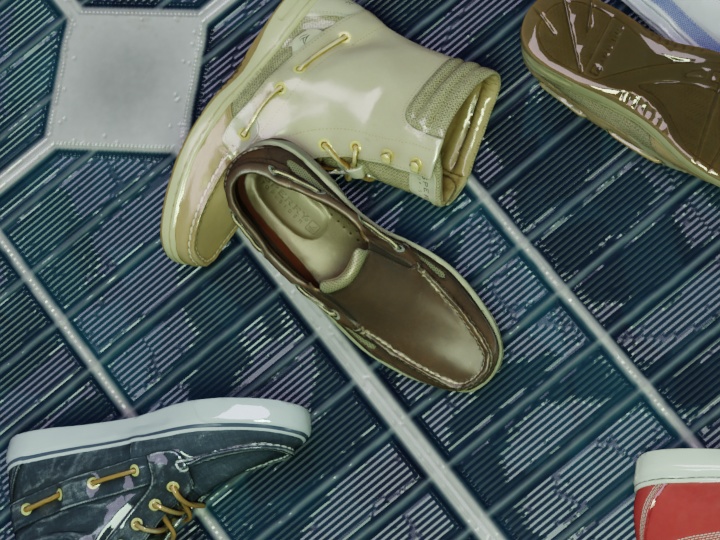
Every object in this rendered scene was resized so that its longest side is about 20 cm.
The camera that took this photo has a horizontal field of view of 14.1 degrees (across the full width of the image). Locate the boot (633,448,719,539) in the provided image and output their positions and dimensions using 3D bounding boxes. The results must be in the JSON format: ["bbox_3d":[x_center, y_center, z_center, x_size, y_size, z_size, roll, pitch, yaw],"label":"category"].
[{"bbox_3d":[0.249,0.171,1.632,0.199,0.072,0.145,-6,69,23],"label":"boot"}]

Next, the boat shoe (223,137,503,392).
[{"bbox_3d":[-0.004,0.005,1.733,0.202,0.075,0.075,38,104,3],"label":"boat shoe"}]

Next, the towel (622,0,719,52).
[{"bbox_3d":[0.258,-0.207,1.795,0.200,0.024,0.147,-42,65,-2],"label":"towel"}]

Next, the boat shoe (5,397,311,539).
[{"bbox_3d":[-0.120,0.136,1.760,0.200,0.071,0.091,-11,68,20],"label":"boat shoe"}]

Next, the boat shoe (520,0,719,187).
[{"bbox_3d":[0.187,-0.100,1.755,0.200,0.065,0.071,34,76,9],"label":"boat shoe"}]

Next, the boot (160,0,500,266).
[{"bbox_3d":[-0.019,-0.067,1.802,0.155,0.073,0.200,28,77,23],"label":"boot"}]
